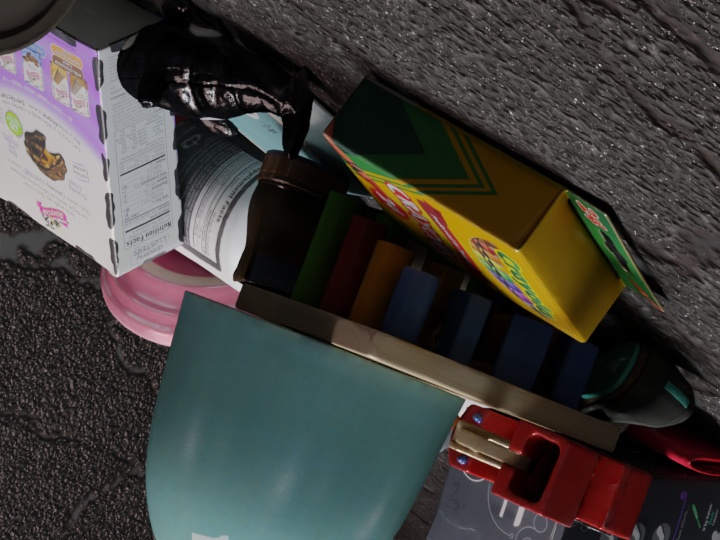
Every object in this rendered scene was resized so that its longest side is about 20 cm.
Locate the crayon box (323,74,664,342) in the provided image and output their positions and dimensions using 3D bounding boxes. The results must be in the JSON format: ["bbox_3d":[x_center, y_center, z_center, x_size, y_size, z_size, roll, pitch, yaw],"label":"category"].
[{"bbox_3d":[0.081,-0.031,1.388,0.199,0.051,0.127,32,169,36],"label":"crayon box"}]

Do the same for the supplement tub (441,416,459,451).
[{"bbox_3d":[0.027,0.080,1.939,0.122,0.123,0.200,35,171,20],"label":"supplement tub"}]

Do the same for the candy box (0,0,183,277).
[{"bbox_3d":[-0.218,-0.122,1.769,0.167,0.071,0.201,31,136,38],"label":"candy box"}]

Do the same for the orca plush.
[{"bbox_3d":[-0.117,-0.117,1.576,0.200,0.071,0.106,33,144,36],"label":"orca plush"}]

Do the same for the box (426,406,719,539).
[{"bbox_3d":[0.166,0.170,1.631,0.199,0.107,0.122,6,-165,-43],"label":"box"}]

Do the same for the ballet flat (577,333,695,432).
[{"bbox_3d":[0.170,0.083,1.568,0.068,0.068,0.200,32,173,-15],"label":"ballet flat"}]

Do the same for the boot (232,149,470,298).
[{"bbox_3d":[0.000,0.000,1.639,0.199,0.098,0.075,27,166,-19],"label":"boot"}]

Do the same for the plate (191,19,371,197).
[{"bbox_3d":[-0.061,-0.108,1.659,0.200,0.026,0.200,37,172,6],"label":"plate"}]

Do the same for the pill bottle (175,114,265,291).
[{"bbox_3d":[-0.091,-0.046,1.816,0.199,0.111,0.111,32,169,37],"label":"pill bottle"}]

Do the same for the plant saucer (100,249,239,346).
[{"bbox_3d":[-0.119,-0.014,1.911,0.200,0.200,0.051,32,139,37],"label":"plant saucer"}]

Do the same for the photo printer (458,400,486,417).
[{"bbox_3d":[0.161,0.136,1.809,0.200,0.070,0.166,39,175,-27],"label":"photo printer"}]

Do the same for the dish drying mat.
[{"bbox_3d":[0.184,0.100,1.656,0.077,0.018,0.199,11,-166,-47],"label":"dish drying mat"}]

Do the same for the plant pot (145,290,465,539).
[{"bbox_3d":[-0.051,0.124,1.509,0.199,0.162,0.201,21,177,1],"label":"plant pot"}]

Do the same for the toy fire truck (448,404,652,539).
[{"bbox_3d":[0.105,0.121,1.441,0.140,0.049,0.200,23,178,-36],"label":"toy fire truck"}]

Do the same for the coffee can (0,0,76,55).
[{"bbox_3d":[-0.286,-0.233,1.539,0.146,0.147,0.200,44,170,-33],"label":"coffee can"}]

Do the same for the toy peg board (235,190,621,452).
[{"bbox_3d":[0.055,0.026,1.508,0.199,0.098,0.199,22,177,-29],"label":"toy peg board"}]
